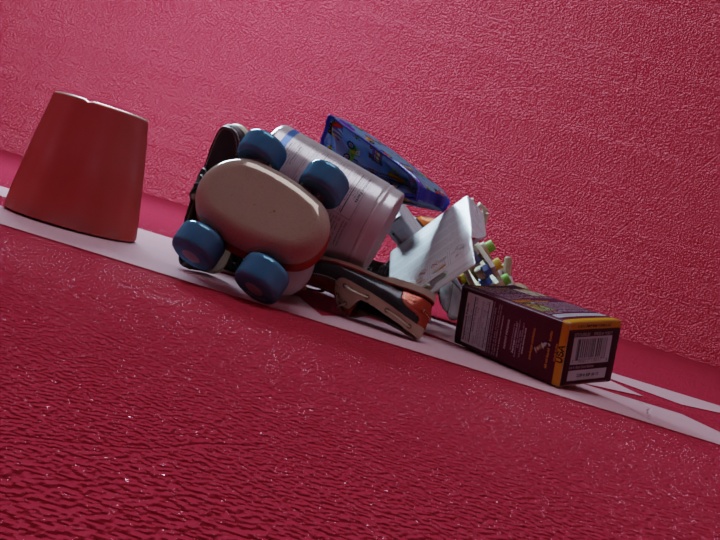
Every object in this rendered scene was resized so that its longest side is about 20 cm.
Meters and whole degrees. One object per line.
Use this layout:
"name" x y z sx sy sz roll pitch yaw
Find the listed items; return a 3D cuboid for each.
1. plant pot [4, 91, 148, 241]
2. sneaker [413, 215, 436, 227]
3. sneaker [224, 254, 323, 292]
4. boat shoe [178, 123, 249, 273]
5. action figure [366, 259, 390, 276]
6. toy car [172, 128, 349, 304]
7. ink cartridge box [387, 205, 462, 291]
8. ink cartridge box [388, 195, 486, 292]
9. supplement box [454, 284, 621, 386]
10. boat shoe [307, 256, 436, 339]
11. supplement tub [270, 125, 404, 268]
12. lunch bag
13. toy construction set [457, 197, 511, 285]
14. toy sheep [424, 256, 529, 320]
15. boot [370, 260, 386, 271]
"plant pot" -0.402 -0.155 1.350 0.197 0.180 0.200 16 3 -1
"sneaker" 0.092 -0.028 1.731 0.113 0.198 0.078 56 -16 29
"sneaker" -0.148 -0.015 1.316 0.197 0.061 0.104 19 -3 -18
"boat shoe" -0.192 -0.094 1.208 0.071 0.203 0.064 24 14 32
"action figure" 0.000 0.000 1.482 0.118 0.103 0.200 31 2 -2
"toy car" -0.122 -0.035 1.178 0.175 0.186 0.201 26 -27 11
"ink cartridge box" 0.089 -0.056 1.570 0.200 0.040 0.200 48 11 -27
"ink cartridge box" 0.114 -0.007 1.360 0.047 0.159 0.201 45 24 -23
"supplement box" 0.235 0.083 1.245 0.109 0.087 0.199 1 12 -37
"boat shoe" 0.002 0.034 1.227 0.197 0.063 0.071 17 -15 18
"supplement tub" -0.053 -0.098 1.267 0.198 0.133 0.132 30 4 4
"lunch bag" 0.044 -0.142 1.381 0.198 0.095 0.150 26 5 22
"toy construction set" 0.181 -0.022 1.476 0.091 0.132 0.201 -21 32 13
"toy sheep" 0.210 0.039 1.663 0.196 0.141 0.138 6 2 4
"boot" 0.041 -0.009 1.651 0.197 0.065 0.187 14 44 24
